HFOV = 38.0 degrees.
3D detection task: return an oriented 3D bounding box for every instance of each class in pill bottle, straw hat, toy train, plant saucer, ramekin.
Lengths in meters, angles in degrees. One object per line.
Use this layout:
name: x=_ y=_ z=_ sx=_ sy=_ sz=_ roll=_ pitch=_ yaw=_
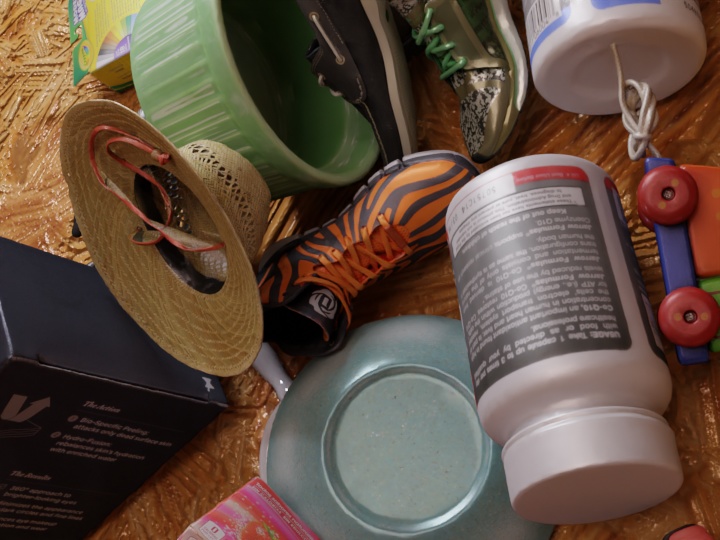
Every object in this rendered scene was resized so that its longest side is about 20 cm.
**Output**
pill bottle: x=0.163 y=-0.220 z=0.719 sx=0.113 sy=0.114 sz=0.201 roll=-14 pitch=65 yaw=25
pill bottle: x=0.120 y=0.041 z=0.630 sx=0.114 sy=0.114 sz=0.200 roll=-21 pitch=55 yaw=22
straw hat: x=-0.105 y=-0.037 z=0.696 sx=0.201 sy=0.202 sz=0.085 roll=22 pitch=44 yaw=34
toy train: x=0.221 y=-0.051 z=0.617 sx=0.115 sy=0.085 sz=0.201 roll=-10 pitch=85 yaw=14
plant saucer: x=0.032 y=0.117 z=0.672 sx=0.200 sy=0.039 sz=0.202 roll=-4 pitch=67 yaw=10
ramekin: x=-0.077 y=-0.145 z=0.783 sx=0.097 sy=0.200 sz=0.201 roll=-18 pitch=63 yaw=31

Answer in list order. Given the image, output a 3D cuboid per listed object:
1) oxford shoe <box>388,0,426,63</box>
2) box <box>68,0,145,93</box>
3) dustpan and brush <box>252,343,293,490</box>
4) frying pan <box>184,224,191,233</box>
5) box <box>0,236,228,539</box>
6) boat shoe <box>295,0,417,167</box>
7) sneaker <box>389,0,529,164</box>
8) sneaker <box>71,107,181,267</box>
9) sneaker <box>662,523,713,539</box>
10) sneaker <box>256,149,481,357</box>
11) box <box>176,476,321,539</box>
oxford shoe: x=0.048 y=-0.261 z=0.814 sx=0.072 sy=0.084 sz=0.200 roll=9 pitch=63 yaw=29
box: x=-0.187 y=-0.248 z=0.975 sx=0.200 sy=0.048 sz=0.118 roll=-20 pitch=63 yaw=20
dustpan and brush: x=-0.035 y=0.107 z=0.746 sx=0.139 sy=0.057 sz=0.200 roll=-39 pitch=65 yaw=-5
frying pan: x=-0.134 y=-0.046 z=0.865 sx=0.190 sy=0.031 sz=0.115 roll=-120 pitch=40 yaw=-59
box: x=-0.243 y=0.098 z=0.767 sx=0.200 sy=0.196 sz=0.118 roll=-42 pitch=55 yaw=19
boat shoe: x=-0.004 y=-0.156 z=0.752 sx=0.067 sy=0.200 sz=0.072 roll=-13 pitch=33 yaw=15
sneaker: x=0.061 y=-0.173 z=0.751 sx=0.077 sy=0.088 sz=0.201 roll=151 pitch=114 yaw=-68
sneaker: x=-0.182 y=-0.044 z=0.818 sx=0.071 sy=0.082 sz=0.200 roll=-76 pitch=8 yaw=-51
sneaker: x=0.138 y=0.223 z=0.556 sx=0.200 sy=0.074 sz=0.087 roll=-35 pitch=65 yaw=-17
sneaker: x=0.000 y=0.000 z=0.726 sx=0.200 sy=0.078 sz=0.112 roll=-33 pitch=21 yaw=27
box: x=-0.039 y=0.237 z=0.616 sx=0.200 sy=0.095 sz=0.103 roll=43 pitch=107 yaw=9
